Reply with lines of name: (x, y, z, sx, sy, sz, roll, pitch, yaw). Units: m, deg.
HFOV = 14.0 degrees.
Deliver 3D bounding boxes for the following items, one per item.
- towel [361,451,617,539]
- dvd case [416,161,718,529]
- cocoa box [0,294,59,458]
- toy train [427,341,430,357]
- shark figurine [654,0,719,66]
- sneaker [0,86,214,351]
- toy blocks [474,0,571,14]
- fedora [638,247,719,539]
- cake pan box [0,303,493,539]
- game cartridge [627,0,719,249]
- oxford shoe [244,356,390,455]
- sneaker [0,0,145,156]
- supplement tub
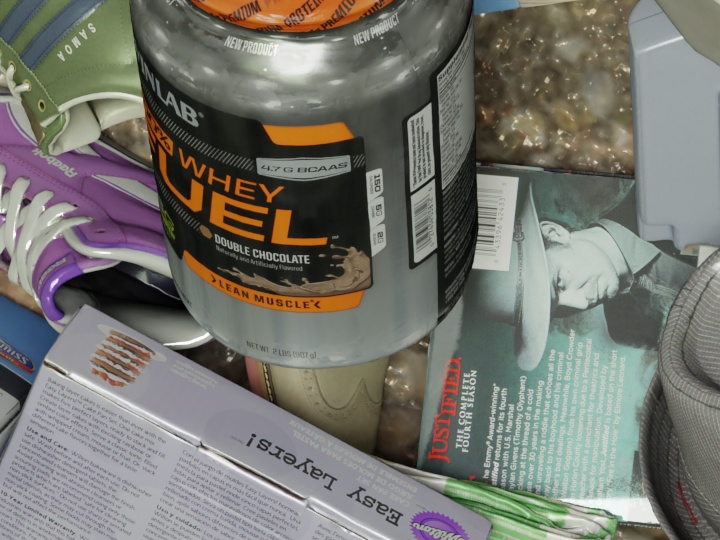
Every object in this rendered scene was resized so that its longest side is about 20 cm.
towel: (-0.002, 0.141, 1.222, 0.199, 0.023, 0.153, 13, 120, 10)
dvd case: (0.127, 0.034, 1.206, 0.199, 0.022, 0.146, 5, 84, 9)
cocoa box: (-0.244, 0.053, 1.252, 0.200, 0.131, 0.134, 29, 108, 3)
toy train: (0.015, 0.124, 1.259, 0.150, 0.056, 0.200, 44, 108, -2)
shark figurine: (0.051, -0.145, 1.086, 0.214, 0.089, 0.128, 14, 110, 36)
sneaker: (-0.137, -0.022, 1.222, 0.200, 0.114, 0.073, 17, 109, 8)
toy blocks: (0.081, -0.186, 1.154, 0.136, 0.100, 0.200, -6, 112, 26)
fedora: (0.190, 0.044, 1.099, 0.200, 0.090, 0.177, 24, 68, 37)
cake pan box: (-0.064, 0.134, 1.195, 0.200, 0.052, 0.184, 27, 127, 3)
game cartridge: (0.204, -0.069, 1.137, 0.199, 0.041, 0.133, -4, 141, 3)
oxford shoe: (0.000, 0.000, 1.207, 0.075, 0.070, 0.201, 8, 103, 32)
sneaker: (-0.128, -0.093, 1.205, 0.200, 0.067, 0.090, 15, 93, 18)
supplement tub: (-0.019, -0.066, 1.068, 0.122, 0.123, 0.200, 7, 142, 9)
